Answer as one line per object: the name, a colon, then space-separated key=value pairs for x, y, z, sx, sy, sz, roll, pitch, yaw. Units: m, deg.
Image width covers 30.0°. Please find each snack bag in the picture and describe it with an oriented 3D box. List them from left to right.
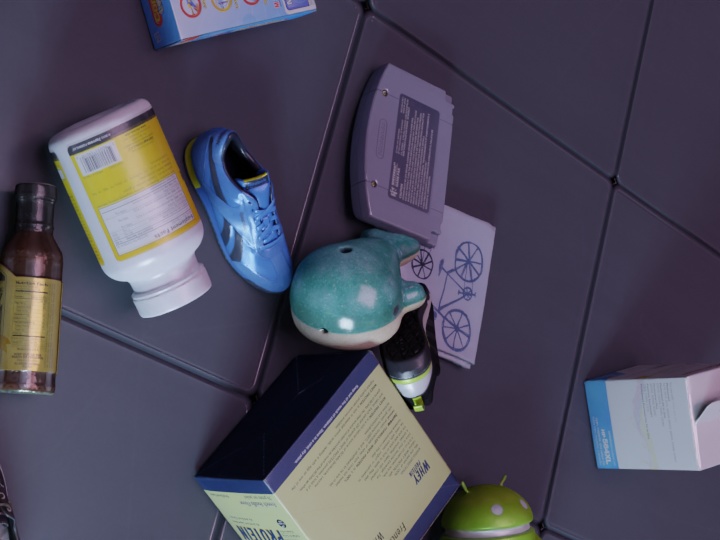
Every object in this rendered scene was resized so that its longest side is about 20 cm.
snack bag: x=0.081 y=0.005 z=1.661 sx=0.198 sy=0.021 sz=0.191 roll=21 pitch=72 yaw=-34

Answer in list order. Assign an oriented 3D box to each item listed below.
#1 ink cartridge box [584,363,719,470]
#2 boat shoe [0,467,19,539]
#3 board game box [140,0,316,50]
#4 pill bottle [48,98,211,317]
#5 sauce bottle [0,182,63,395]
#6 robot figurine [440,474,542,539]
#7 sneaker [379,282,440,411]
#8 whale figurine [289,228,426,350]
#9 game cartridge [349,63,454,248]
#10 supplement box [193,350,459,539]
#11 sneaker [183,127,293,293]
ink cartridge box: x=0.426 y=0.197 z=1.817 sx=0.127 sy=0.199 sz=0.127 roll=-9 pitch=91 yaw=-40
boat shoe: x=-0.348 y=0.237 z=1.244 sx=0.069 sy=0.066 sz=0.203 roll=-10 pitch=92 yaw=-40
board game box: x=-0.160 y=-0.360 z=1.468 sx=0.195 sy=0.056 sz=0.203 roll=-21 pitch=99 yaw=-39
pill bottle: x=-0.225 y=-0.061 z=1.348 sx=0.112 sy=0.111 sz=0.202 roll=-32 pitch=107 yaw=-37
sauce bottle: x=-0.318 y=0.018 z=1.294 sx=0.064 sy=0.064 sz=0.203 roll=10 pitch=78 yaw=-39
robot figurine: x=0.157 y=0.353 z=1.629 sx=0.174 sy=0.115 sz=0.203 roll=-2 pitch=86 yaw=-43
sneaker: x=0.054 y=0.090 z=1.536 sx=0.201 sy=0.071 sz=0.084 roll=-83 pitch=158 yaw=-60
whale figurine: x=0.000 y=0.000 z=1.506 sx=0.200 sy=0.157 sz=0.105 roll=-52 pitch=147 yaw=-47
game cartridge: x=0.049 y=-0.141 z=1.625 sx=0.132 sy=0.041 sz=0.203 roll=19 pitch=68 yaw=-30
supplement box: x=-0.033 y=0.230 z=1.468 sx=0.200 sy=0.133 sz=0.201 roll=-49 pitch=115 yaw=-33
sneaker: x=-0.119 y=-0.062 z=1.462 sx=0.066 sy=0.078 sz=0.202 roll=-40 pitch=113 yaw=-37
